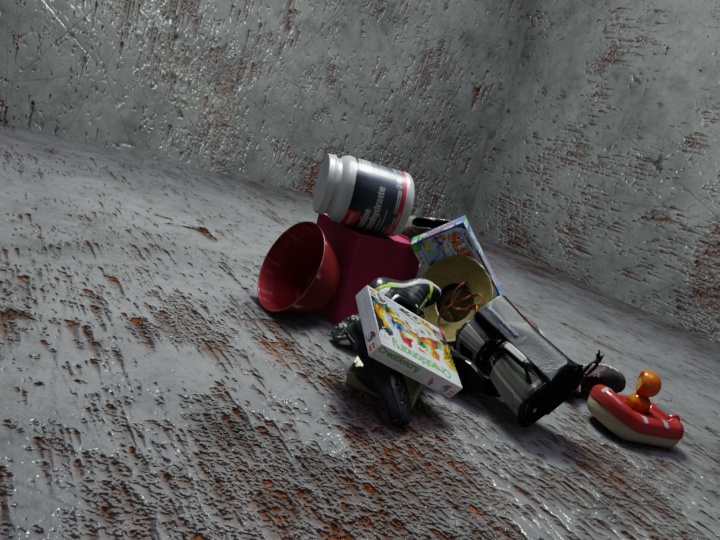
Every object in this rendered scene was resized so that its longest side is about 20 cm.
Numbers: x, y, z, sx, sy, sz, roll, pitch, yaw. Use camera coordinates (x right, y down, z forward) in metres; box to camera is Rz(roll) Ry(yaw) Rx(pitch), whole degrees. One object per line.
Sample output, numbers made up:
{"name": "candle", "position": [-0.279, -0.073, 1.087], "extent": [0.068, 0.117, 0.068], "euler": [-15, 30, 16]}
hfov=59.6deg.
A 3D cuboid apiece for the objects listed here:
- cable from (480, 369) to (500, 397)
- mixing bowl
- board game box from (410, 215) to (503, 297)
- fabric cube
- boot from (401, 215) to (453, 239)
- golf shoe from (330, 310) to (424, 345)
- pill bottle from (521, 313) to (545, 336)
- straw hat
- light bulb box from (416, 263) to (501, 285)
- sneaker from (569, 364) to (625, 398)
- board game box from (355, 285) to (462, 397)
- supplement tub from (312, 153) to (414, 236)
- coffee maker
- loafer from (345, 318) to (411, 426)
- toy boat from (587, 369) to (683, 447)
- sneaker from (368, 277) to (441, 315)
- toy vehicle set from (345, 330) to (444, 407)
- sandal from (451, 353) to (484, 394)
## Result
{"name": "cable", "position": [0.276, 0.209, 1.277], "extent": [0.161, 0.052, 0.197], "euler": [27, 16, 39]}
{"name": "mixing bowl", "position": [-0.114, 0.012, 1.323], "extent": [0.108, 0.203, 0.199], "euler": [33, -1, -41]}
{"name": "board game box", "position": [0.212, -0.005, 1.372], "extent": [0.133, 0.203, 0.035], "euler": [-21, 22, 28]}
{"name": "fabric cube", "position": [0.000, 0.000, 1.447], "extent": [0.195, 0.205, 0.195], "euler": [8, 13, -35]}
{"name": "boot", "position": [0.139, -0.106, 1.491], "extent": [0.194, 0.070, 0.130], "euler": [7, -7, 18]}
{"name": "golf shoe", "position": [0.038, 0.130, 1.255], "extent": [0.194, 0.091, 0.077], "euler": [-10, 26, -13]}
{"name": "pill bottle", "position": [0.336, 0.149, 1.407], "extent": [0.113, 0.117, 0.198], "euler": [28, 2, 43]}
{"name": "straw hat", "position": [0.207, 0.076, 1.319], "extent": [0.199, 0.204, 0.085], "euler": [29, -4, 46]}
{"name": "light bulb box", "position": [0.228, 0.045, 1.554], "extent": [0.195, 0.127, 0.200], "euler": [32, -3, 8]}
{"name": "sneaker", "position": [0.486, 0.252, 1.366], "extent": [0.193, 0.078, 0.116], "euler": [8, 16, 7]}
{"name": "board game box", "position": [0.080, 0.119, 1.030], "extent": [0.198, 0.034, 0.128], "euler": [31, 30, -35]}
{"name": "supplement tub", "position": [0.006, -0.163, 1.353], "extent": [0.194, 0.145, 0.141], "euler": [13, 13, -16]}
{"name": "coffee maker", "position": [0.300, 0.155, 1.160], "extent": [0.187, 0.138, 0.201], "euler": [-13, 44, -29]}
{"name": "loafer", "position": [0.027, 0.165, 1.013], "extent": [0.068, 0.069, 0.204], "euler": [47, 17, -49]}
{"name": "toy boat", "position": [0.553, 0.261, 1.247], "extent": [0.194, 0.135, 0.131], "euler": [13, 12, -19]}
{"name": "sneaker", "position": [0.087, 0.067, 1.181], "extent": [0.196, 0.072, 0.084], "euler": [1, 44, -41]}
{"name": "toy vehicle set", "position": [0.066, 0.152, 1.115], "extent": [0.121, 0.027, 0.201], "euler": [20, 34, 13]}
{"name": "sandal", "position": [0.142, 0.187, 1.180], "extent": [0.197, 0.078, 0.047], "euler": [18, 35, 40]}
